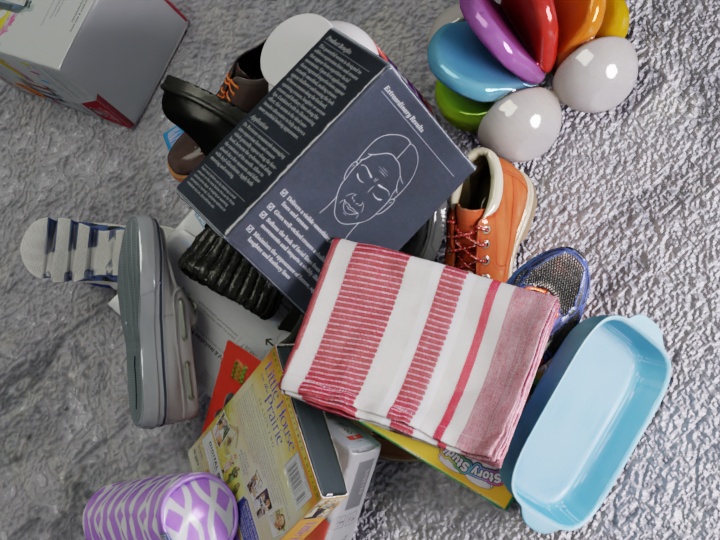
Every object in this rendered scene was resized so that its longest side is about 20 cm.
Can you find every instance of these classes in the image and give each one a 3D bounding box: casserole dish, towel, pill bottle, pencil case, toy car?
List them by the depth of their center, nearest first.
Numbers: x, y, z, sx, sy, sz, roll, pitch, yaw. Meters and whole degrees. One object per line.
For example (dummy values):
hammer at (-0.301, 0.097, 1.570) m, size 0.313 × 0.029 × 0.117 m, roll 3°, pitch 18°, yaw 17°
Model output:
towel at (0.044, 0.061, 1.235) m, size 0.200 × 0.023 × 0.144 m, roll 16°, pitch 76°, yaw 20°
casserole dish at (0.184, 0.123, 1.288) m, size 0.039 × 0.121 × 0.200 m, roll 25°, pitch 83°, yaw 51°
pencil case at (-0.181, 0.229, 1.397) m, size 0.084 × 0.086 × 0.200 m, roll -35°, pitch 11°, yaw -30°
toy car at (0.147, -0.214, 1.422) m, size 0.200 × 0.150 × 0.175 m, roll -33°, pitch 59°, yaw 11°
pill bottle at (-0.012, -0.160, 1.449) m, size 0.112 × 0.200 × 0.113 m, roll -11°, pitch 64°, yaw 23°

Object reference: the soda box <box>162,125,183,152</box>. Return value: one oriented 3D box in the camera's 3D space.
soda box at (-0.098, -0.154, 1.570) m, size 0.200 × 0.068 × 0.064 m, roll -31°, pitch 57°, yaw 12°

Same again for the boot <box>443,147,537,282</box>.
boot at (0.099, -0.012, 1.389) m, size 0.075 × 0.107 × 0.201 m, roll 8°, pitch 76°, yaw 23°

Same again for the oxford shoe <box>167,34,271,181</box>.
oxford shoe at (-0.122, -0.169, 1.503) m, size 0.200 × 0.073 × 0.071 m, roll -43°, pitch 56°, yaw 4°

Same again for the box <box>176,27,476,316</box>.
box at (-0.029, -0.079, 1.325) m, size 0.200 × 0.148 × 0.107 m, roll -46°, pitch 40°, yaw -2°

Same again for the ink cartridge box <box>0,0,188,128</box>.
ink cartridge box at (-0.327, -0.269, 1.688) m, size 0.200 × 0.145 × 0.145 m, roll 20°, pitch 80°, yaw 33°

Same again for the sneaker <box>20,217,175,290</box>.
sneaker at (-0.237, -0.015, 1.571) m, size 0.199 × 0.115 × 0.081 m, roll 11°, pitch 94°, yaw -1°

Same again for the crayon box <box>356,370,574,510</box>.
crayon box at (0.069, 0.106, 1.333) m, size 0.200 × 0.058 × 0.119 m, roll 31°, pitch 84°, yaw 5°

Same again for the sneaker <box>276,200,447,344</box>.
sneaker at (0.000, -0.002, 1.406) m, size 0.060 × 0.104 × 0.200 m, roll -99°, pitch 27°, yaw -51°

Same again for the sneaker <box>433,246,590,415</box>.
sneaker at (0.124, 0.063, 1.269) m, size 0.075 × 0.078 × 0.200 m, roll 37°, pitch 83°, yaw 3°

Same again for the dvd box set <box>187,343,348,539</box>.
dvd box set at (-0.086, 0.176, 1.342) m, size 0.200 × 0.029 × 0.147 m, roll -51°, pitch 50°, yaw 44°

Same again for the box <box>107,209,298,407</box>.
box at (-0.120, 0.009, 1.490) m, size 0.156 × 0.041 × 0.200 m, roll 41°, pitch 91°, yaw 4°

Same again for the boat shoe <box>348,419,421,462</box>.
boat shoe at (-0.008, 0.122, 1.404) m, size 0.200 × 0.074 × 0.076 m, roll 12°, pitch 75°, yaw 27°

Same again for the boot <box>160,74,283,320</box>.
boot at (-0.131, -0.069, 1.430) m, size 0.211 × 0.079 × 0.158 m, roll 36°, pitch 91°, yaw 1°

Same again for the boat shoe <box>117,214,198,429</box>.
boat shoe at (-0.186, 0.047, 1.447) m, size 0.074 × 0.067 × 0.201 m, roll 12°, pitch 104°, yaw 62°

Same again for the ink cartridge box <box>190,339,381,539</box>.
ink cartridge box at (-0.085, 0.178, 1.394) m, size 0.200 × 0.050 × 0.163 m, roll 30°, pitch 115°, yaw 30°
